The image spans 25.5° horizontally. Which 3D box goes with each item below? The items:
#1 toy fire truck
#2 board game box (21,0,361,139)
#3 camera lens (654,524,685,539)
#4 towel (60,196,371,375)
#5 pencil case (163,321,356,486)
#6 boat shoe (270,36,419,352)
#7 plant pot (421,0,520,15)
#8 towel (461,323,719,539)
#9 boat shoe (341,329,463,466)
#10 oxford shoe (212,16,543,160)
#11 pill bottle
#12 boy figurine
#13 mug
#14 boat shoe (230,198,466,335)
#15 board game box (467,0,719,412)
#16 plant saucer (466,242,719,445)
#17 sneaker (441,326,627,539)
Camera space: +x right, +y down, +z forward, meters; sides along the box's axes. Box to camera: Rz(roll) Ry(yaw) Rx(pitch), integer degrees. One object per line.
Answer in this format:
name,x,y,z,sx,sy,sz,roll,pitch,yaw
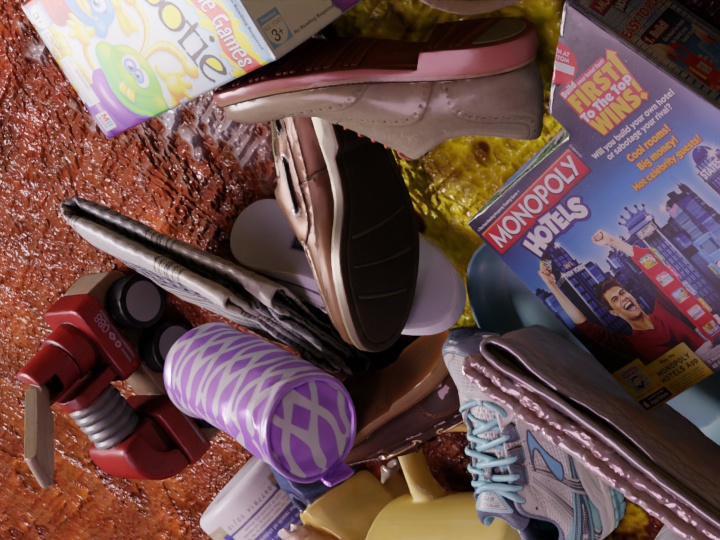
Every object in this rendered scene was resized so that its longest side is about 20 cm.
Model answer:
toy fire truck,-0.216,0.120,1.339,0.128,0.200,0.176,-5,125,50
board game box,-0.097,-0.166,0.952,0.200,0.105,0.103,-15,111,54
camera lens,0.234,0.243,0.996,0.160,0.200,0.160,28,146,21
towel,-0.105,0.020,1.184,0.200,0.035,0.193,22,169,28
pencil case,-0.078,0.097,1.190,0.200,0.084,0.086,20,131,61
boat shoe,-0.014,-0.048,1.012,0.068,0.072,0.201,2,103,44
plant pot,0.014,-0.242,0.693,0.183,0.200,0.201,36,150,32
towel,0.159,0.096,0.899,0.200,0.032,0.191,36,-170,14
boat shoe,0.030,0.106,1.162,0.070,0.071,0.200,31,145,-22
oxford shoe,0.008,-0.093,0.911,0.199,0.070,0.075,-2,117,26
pill bottle,-0.027,0.239,1.351,0.200,0.120,0.120,43,148,-1
boy figurine,-0.005,0.198,1.269,0.200,0.124,0.064,55,144,0
mug,0.092,0.218,1.184,0.153,0.150,0.187,-19,121,46
boat shoe,0.000,0.000,1.098,0.200,0.074,0.065,25,172,38
board game box,0.158,-0.051,0.837,0.200,0.062,0.200,47,136,-1
plant saucer,0.155,0.045,0.999,0.200,0.027,0.200,32,152,20
sneaker,0.107,0.124,1.052,0.078,0.086,0.200,4,135,53
